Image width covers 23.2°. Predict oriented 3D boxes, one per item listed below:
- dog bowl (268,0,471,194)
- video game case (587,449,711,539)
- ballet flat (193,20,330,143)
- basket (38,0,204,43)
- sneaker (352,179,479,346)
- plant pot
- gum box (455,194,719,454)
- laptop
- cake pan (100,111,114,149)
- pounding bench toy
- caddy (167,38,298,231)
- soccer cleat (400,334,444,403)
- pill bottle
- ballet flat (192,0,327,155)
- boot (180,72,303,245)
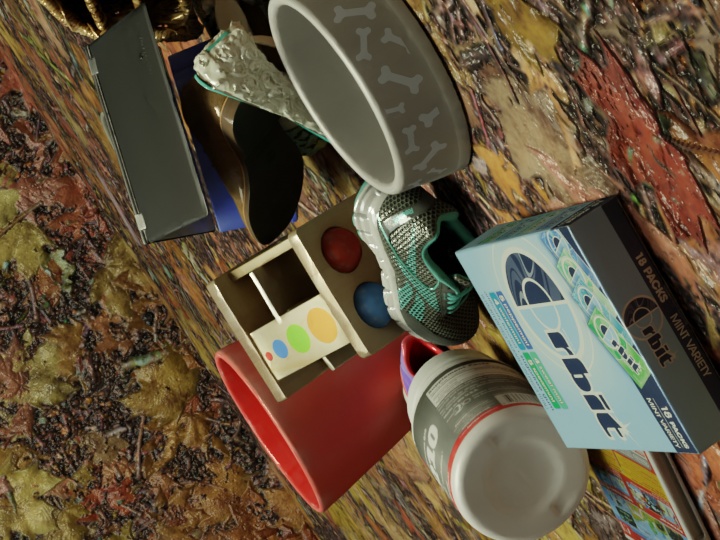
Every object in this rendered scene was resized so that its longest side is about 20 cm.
[{"bbox_3d":[0.002,-0.145,1.319,0.200,0.059,0.200,52,167,17],"label":"dog bowl"},{"bbox_3d":[0.209,0.150,1.362,0.200,0.017,0.143,62,166,-21],"label":"video game case"},{"bbox_3d":[-0.048,-0.147,1.432,0.200,0.072,0.072,23,-164,-45],"label":"ballet flat"},{"bbox_3d":[-0.252,-0.301,1.628,0.200,0.143,0.149,71,176,-49],"label":"basket"},{"bbox_3d":[0.064,0.003,1.429,0.091,0.078,0.200,25,157,40],"label":"sneaker"},{"bbox_3d":[-0.024,0.119,1.796,0.200,0.177,0.200,52,167,18],"label":"plant pot"},{"bbox_3d":[0.156,0.042,1.190,0.170,0.045,0.200,60,162,-6],"label":"gum box"},{"bbox_3d":[-0.162,-0.130,1.566,0.200,0.116,0.187,-15,-92,-65],"label":"laptop"},{"bbox_3d":[-0.302,-0.149,2.500,0.200,0.037,0.200,52,167,18],"label":"cake pan"},{"bbox_3d":[0.000,0.000,1.567,0.156,0.200,0.124,-29,93,46],"label":"pounding bench toy"},{"bbox_3d":[-0.108,-0.134,1.653,0.141,0.105,0.200,-113,8,-65],"label":"caddy"},{"bbox_3d":[0.095,0.132,1.647,0.200,0.068,0.073,46,159,49],"label":"soccer cleat"},{"bbox_3d":[0.107,0.139,1.465,0.114,0.114,0.200,61,176,-18],"label":"pill bottle"},{"bbox_3d":[-0.091,-0.180,1.529,0.200,0.074,0.074,59,167,-16],"label":"ballet flat"},{"bbox_3d":[-0.104,-0.103,1.543,0.075,0.074,0.200,27,152,28],"label":"boot"}]
